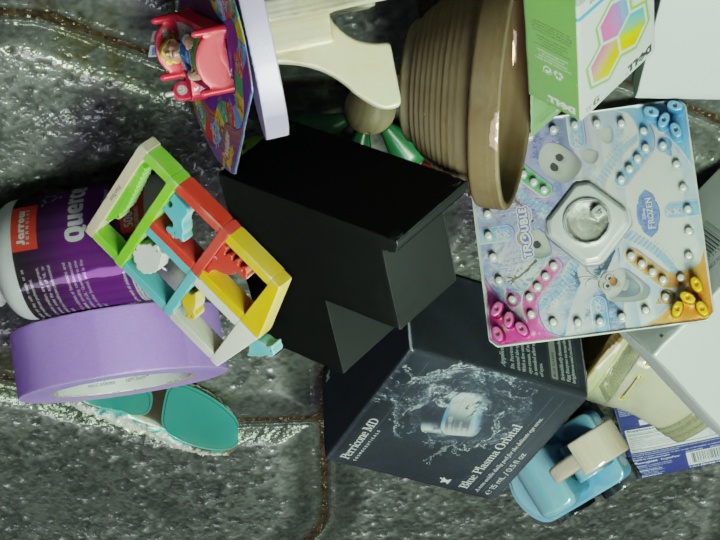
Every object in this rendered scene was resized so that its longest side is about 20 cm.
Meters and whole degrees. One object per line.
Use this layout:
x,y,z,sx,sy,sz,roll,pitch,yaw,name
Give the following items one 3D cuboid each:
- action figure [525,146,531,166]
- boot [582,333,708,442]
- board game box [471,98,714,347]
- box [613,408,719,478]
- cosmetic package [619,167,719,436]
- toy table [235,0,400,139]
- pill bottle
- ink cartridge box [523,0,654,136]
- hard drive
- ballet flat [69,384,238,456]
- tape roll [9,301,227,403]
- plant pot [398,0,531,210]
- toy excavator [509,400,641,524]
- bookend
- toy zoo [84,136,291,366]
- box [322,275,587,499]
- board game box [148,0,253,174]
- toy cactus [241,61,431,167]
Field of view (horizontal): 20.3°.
0.169,-0.049,1.881,0.065,0.052,0.200,-10,136,12,action figure
0.318,0.077,1.991,0.155,0.072,0.200,27,121,-19,boot
0.200,-0.043,1.775,0.200,0.200,0.026,-7,172,7,board game box
0.329,0.144,2.125,0.121,0.032,0.200,-12,138,10,box
0.359,0.036,1.868,0.199,0.123,0.200,-45,125,1,cosmetic package
-0.041,-0.213,1.589,0.117,0.184,0.200,-12,107,-5,toy table
-0.257,-0.018,1.833,0.200,0.113,0.113,-10,139,7,pill bottle
0.190,-0.196,1.661,0.059,0.104,0.200,32,150,29,ink cartridge box
0.345,-0.200,1.733,0.200,0.027,0.132,0,140,-6,hard drive
-0.219,0.138,2.067,0.200,0.072,0.072,24,132,-26,ballet flat
-0.230,0.079,1.910,0.200,0.066,0.200,-10,172,-1,tape roll
0.086,-0.154,1.649,0.093,0.201,0.201,6,141,13,plant pot
0.216,0.200,2.051,0.194,0.100,0.200,-36,173,30,toy excavator
0.000,0.000,1.682,0.200,0.092,0.199,21,138,37,bookend
-0.138,-0.003,1.712,0.200,0.020,0.131,45,135,6,toy zoo
0.091,0.115,2.011,0.200,0.118,0.197,16,136,-20,box
-0.136,-0.169,1.612,0.039,0.158,0.200,-14,154,-18,board game box
-0.005,-0.109,1.774,0.200,0.102,0.165,15,127,-6,toy cactus
